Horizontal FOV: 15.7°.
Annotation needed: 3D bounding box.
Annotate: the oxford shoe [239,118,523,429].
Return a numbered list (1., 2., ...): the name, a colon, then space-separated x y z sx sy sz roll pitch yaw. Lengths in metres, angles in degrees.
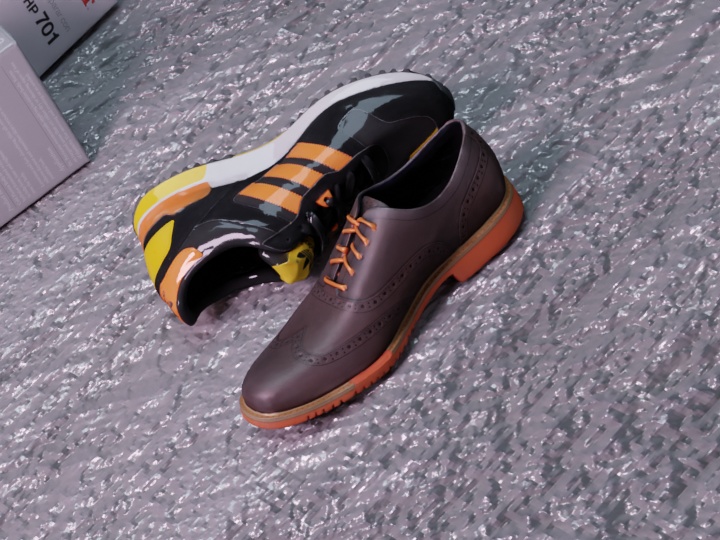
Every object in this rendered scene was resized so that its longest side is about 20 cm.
1. oxford shoe: 0.000 0.000 1.390 0.071 0.073 0.200 21 60 45

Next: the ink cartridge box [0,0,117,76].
1. ink cartridge box: -0.279 -0.176 1.717 0.200 0.147 0.086 -46 38 -20

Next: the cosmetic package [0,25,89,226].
1. cosmetic package: -0.283 -0.062 1.625 0.199 0.107 0.090 -35 37 -9

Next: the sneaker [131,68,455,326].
1. sneaker: -0.029 -0.034 1.466 0.199 0.070 0.090 -25 52 7
